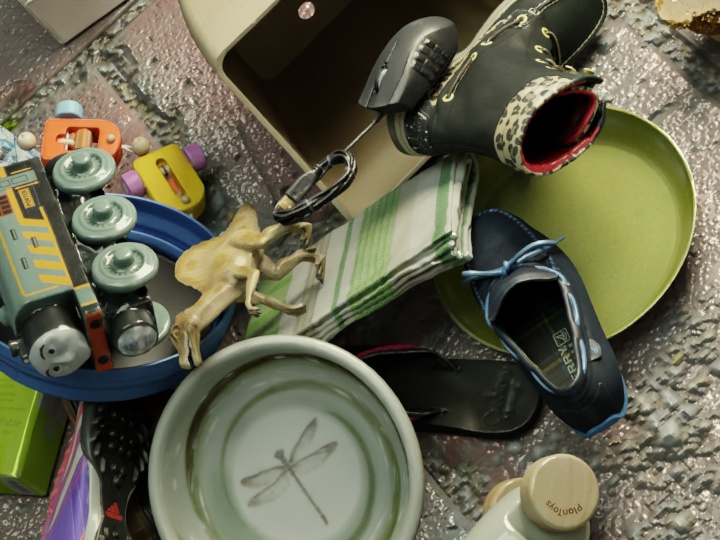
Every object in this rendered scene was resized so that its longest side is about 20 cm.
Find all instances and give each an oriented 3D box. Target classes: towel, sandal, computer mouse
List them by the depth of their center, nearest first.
[{"bbox_3d":[0.001,-0.111,1.451,0.058,0.034,0.200,10,55,49],"label":"computer mouse"},{"bbox_3d":[0.031,0.082,1.460,0.199,0.045,0.076,-1,63,27],"label":"sandal"},{"bbox_3d":[0.000,0.000,1.482,0.200,0.031,0.149,-33,19,22],"label":"towel"}]

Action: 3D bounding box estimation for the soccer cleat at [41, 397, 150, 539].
[{"bbox_3d":[-0.194,0.163,1.451,0.073,0.068,0.201,-17,61,29],"label":"soccer cleat"}]

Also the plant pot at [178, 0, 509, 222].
[{"bbox_3d":[-0.025,-0.194,1.565,0.200,0.200,0.177,-45,40,-3],"label":"plant pot"}]

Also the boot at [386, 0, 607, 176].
[{"bbox_3d":[0.135,-0.137,1.468,0.203,0.074,0.153,-37,29,-21],"label":"boot"}]

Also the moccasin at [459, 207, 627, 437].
[{"bbox_3d":[0.121,0.020,1.392,0.080,0.068,0.200,-40,48,5],"label":"moccasin"}]

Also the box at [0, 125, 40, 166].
[{"bbox_3d":[-0.359,-0.077,1.756,0.200,0.040,0.137,34,80,37],"label":"box"}]

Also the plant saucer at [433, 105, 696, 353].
[{"bbox_3d":[0.147,-0.024,1.469,0.199,0.031,0.201,-13,58,22],"label":"plant saucer"}]

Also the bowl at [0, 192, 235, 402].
[{"bbox_3d":[-0.189,0.019,1.493,0.199,0.040,0.201,5,39,-4],"label":"bowl"}]

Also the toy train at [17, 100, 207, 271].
[{"bbox_3d":[-0.193,-0.039,1.619,0.149,0.056,0.201,-3,58,-3],"label":"toy train"}]

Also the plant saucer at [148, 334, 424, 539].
[{"bbox_3d":[-0.047,0.144,1.435,0.199,0.050,0.202,0,91,17],"label":"plant saucer"}]

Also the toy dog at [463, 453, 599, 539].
[{"bbox_3d":[0.095,0.213,1.326,0.096,0.132,0.200,41,90,-1],"label":"toy dog"}]

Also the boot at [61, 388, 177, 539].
[{"bbox_3d":[-0.160,0.111,1.535,0.097,0.075,0.201,-28,63,-1],"label":"boot"}]

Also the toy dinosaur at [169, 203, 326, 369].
[{"bbox_3d":[-0.079,-0.012,1.458,0.100,0.058,0.200,-1,35,15],"label":"toy dinosaur"}]

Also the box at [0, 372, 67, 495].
[{"bbox_3d":[-0.281,0.074,1.625,0.121,0.048,0.201,0,63,27],"label":"box"}]

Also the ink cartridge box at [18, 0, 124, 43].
[{"bbox_3d":[-0.263,-0.307,1.781,0.128,0.125,0.200,-34,53,6],"label":"ink cartridge box"}]

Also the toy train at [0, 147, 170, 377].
[{"bbox_3d":[-0.205,-0.005,1.432,0.113,0.086,0.200,-18,46,-11],"label":"toy train"}]

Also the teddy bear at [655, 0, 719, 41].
[{"bbox_3d":[0.311,-0.179,1.460,0.199,0.067,0.146,-2,72,19],"label":"teddy bear"}]
